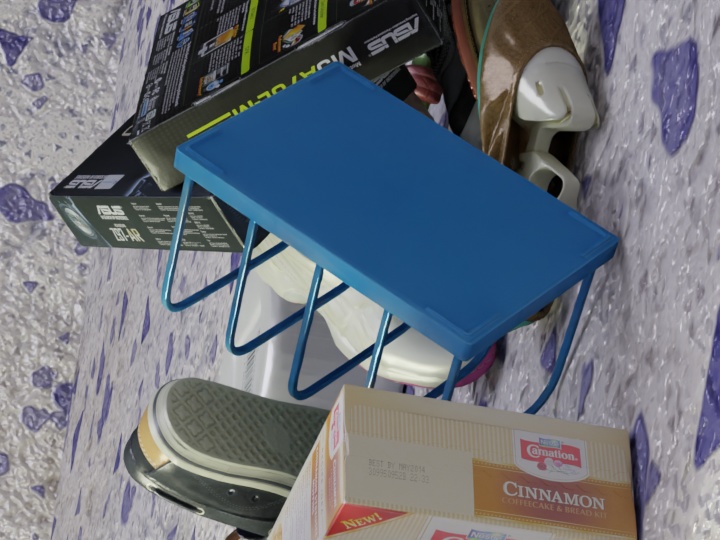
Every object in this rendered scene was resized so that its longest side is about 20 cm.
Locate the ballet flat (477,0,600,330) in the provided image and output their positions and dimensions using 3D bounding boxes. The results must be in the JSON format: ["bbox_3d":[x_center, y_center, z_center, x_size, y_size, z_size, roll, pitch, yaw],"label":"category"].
[{"bbox_3d":[0.099,-0.062,1.449,0.072,0.068,0.201,8,88,57],"label":"ballet flat"}]

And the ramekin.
[{"bbox_3d":[-0.040,0.083,1.841,0.200,0.097,0.201,-169,90,-78],"label":"ramekin"}]

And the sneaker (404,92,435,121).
[{"bbox_3d":[-0.014,-0.112,1.656,0.200,0.080,0.071,54,180,35],"label":"sneaker"}]

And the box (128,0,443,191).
[{"bbox_3d":[-0.041,-0.146,1.543,0.048,0.193,0.200,58,-165,-23],"label":"box"}]

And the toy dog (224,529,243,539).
[{"bbox_3d":[-0.090,0.253,1.768,0.139,0.200,0.195,-7,112,41],"label":"toy dog"}]

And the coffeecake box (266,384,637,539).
[{"bbox_3d":[0.036,0.153,1.327,0.200,0.153,0.073,115,160,-49],"label":"coffeecake box"}]

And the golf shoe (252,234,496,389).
[{"bbox_3d":[0.000,0.000,1.573,0.075,0.200,0.092,-41,-33,-25],"label":"golf shoe"}]

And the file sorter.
[{"bbox_3d":[0.010,0.004,1.390,0.139,0.200,0.123,-33,-33,-43],"label":"file sorter"}]

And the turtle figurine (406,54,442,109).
[{"bbox_3d":[-0.001,-0.092,1.725,0.144,0.200,0.195,10,84,43],"label":"turtle figurine"}]

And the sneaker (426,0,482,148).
[{"bbox_3d":[0.040,-0.168,1.655,0.076,0.113,0.201,117,159,-53],"label":"sneaker"}]

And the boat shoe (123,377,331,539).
[{"bbox_3d":[-0.041,0.114,1.394,0.062,0.199,0.075,-40,41,38],"label":"boat shoe"}]

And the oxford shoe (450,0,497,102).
[{"bbox_3d":[0.091,-0.171,1.546,0.070,0.074,0.201,-6,-93,-82],"label":"oxford shoe"}]

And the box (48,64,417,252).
[{"bbox_3d":[-0.082,-0.078,1.577,0.160,0.044,0.200,-45,26,-25],"label":"box"}]
